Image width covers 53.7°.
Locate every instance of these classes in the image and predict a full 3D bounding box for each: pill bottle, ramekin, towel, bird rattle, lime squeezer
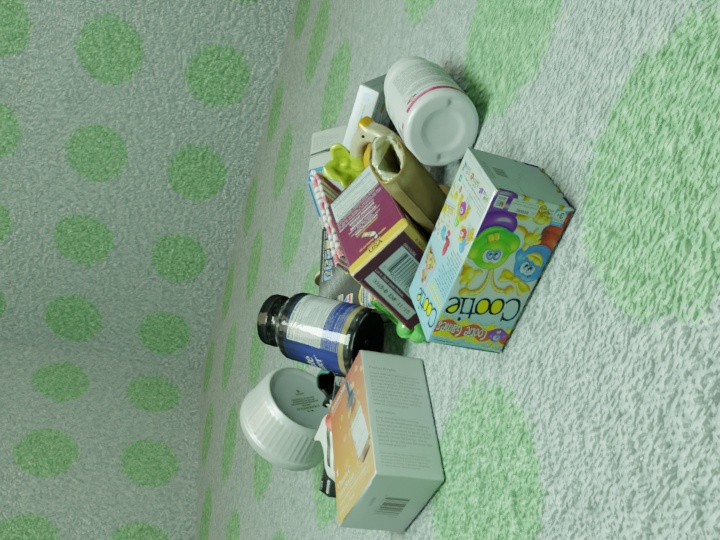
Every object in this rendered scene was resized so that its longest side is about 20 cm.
[{"bbox_3d":[0.100,-0.251,1.087,0.202,0.111,0.115,-108,33,-55],"label":"pill bottle"},{"bbox_3d":[-0.132,0.281,1.403,0.095,0.199,0.204,-56,27,27],"label":"ramekin"},{"bbox_3d":[-0.021,-0.060,1.162,0.030,0.146,0.203,-31,51,18],"label":"towel"},{"bbox_3d":[0.032,-0.149,1.124,0.201,0.111,0.164,50,154,21],"label":"bird rattle"},{"bbox_3d":[-0.068,0.099,1.160,0.196,0.111,0.115,11,90,30],"label":"pill bottle"},{"bbox_3d":[0.066,0.080,1.080,0.038,0.070,0.200,-61,15,-7],"label":"lime squeezer"}]

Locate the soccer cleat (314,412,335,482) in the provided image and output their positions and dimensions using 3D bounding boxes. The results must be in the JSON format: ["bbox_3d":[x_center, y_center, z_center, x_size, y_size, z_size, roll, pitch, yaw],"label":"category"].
[{"bbox_3d":[-0.014,0.320,1.128,0.086,0.068,0.202,-52,55,33],"label":"soccer cleat"}]

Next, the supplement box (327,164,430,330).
[{"bbox_3d":[0.042,-0.039,0.990,0.103,0.131,0.201,-41,31,13],"label":"supplement box"}]

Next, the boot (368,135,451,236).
[{"bbox_3d":[0.081,-0.110,0.937,0.066,0.200,0.176,-39,38,12],"label":"boot"}]

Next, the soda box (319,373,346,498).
[{"bbox_3d":[-0.018,0.285,1.226,0.063,0.069,0.206,165,115,-71],"label":"soda box"}]

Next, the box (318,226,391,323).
[{"bbox_3d":[0.000,0.000,1.247,0.157,0.044,0.205,-16,60,34],"label":"box"}]

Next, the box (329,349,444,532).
[{"bbox_3d":[0.031,0.248,1.038,0.203,0.104,0.154,-99,26,-45],"label":"box"}]

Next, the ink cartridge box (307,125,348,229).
[{"bbox_3d":[-0.042,-0.170,1.394,0.202,0.082,0.148,-89,-16,-53],"label":"ink cartridge box"}]

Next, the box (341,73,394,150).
[{"bbox_3d":[0.025,-0.271,1.294,0.200,0.040,0.159,-45,-23,-61],"label":"box"}]

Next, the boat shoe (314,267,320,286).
[{"bbox_3d":[-0.042,-0.014,1.488,0.200,0.073,0.068,-42,28,60],"label":"boat shoe"}]

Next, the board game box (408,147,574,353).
[{"bbox_3d":[0.145,-0.020,0.834,0.106,0.101,0.203,-107,33,-55],"label":"board game box"}]

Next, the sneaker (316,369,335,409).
[{"bbox_3d":[-0.046,0.184,1.351,0.202,0.078,0.072,-104,30,-52],"label":"sneaker"}]
